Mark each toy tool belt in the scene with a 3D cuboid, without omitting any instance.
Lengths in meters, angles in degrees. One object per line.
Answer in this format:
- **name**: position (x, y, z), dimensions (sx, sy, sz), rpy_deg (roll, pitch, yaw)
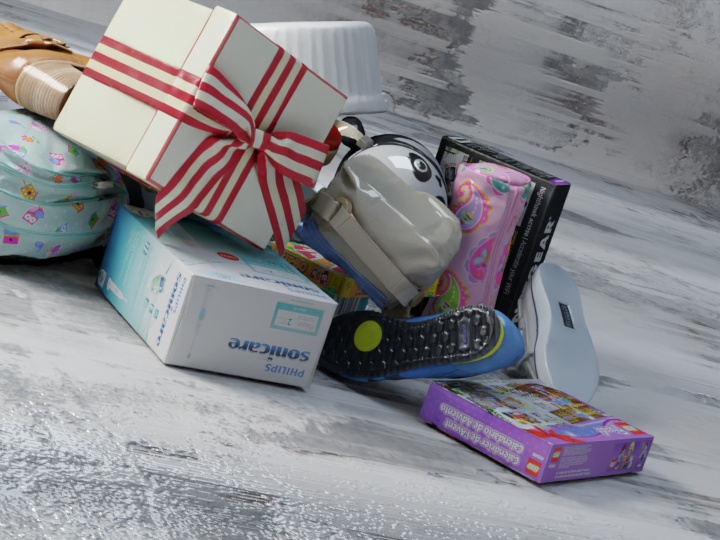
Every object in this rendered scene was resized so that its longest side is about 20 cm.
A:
- **toy tool belt**: position (-0.010, -0.039, 1.694), dimensions (0.200, 0.123, 0.125), rpy_deg (42, 30, 11)

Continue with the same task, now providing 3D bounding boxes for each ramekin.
- **ramekin**: position (-0.072, -0.213, 1.927), dimensions (0.198, 0.099, 0.200), rpy_deg (-2, 7, 0)

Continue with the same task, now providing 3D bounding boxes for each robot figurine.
- **robot figurine**: position (0.031, -0.077, 1.865), dimensions (0.149, 0.126, 0.200), rpy_deg (19, 9, -2)

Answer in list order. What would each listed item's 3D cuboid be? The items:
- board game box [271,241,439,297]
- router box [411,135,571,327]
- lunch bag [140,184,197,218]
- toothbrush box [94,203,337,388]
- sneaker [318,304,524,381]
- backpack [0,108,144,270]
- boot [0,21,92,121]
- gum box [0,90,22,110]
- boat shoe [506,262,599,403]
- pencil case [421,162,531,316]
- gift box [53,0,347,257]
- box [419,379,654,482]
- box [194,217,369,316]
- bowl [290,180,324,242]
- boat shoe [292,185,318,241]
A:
- **board game box**: position (0.000, 0.000, 1.842), dimensions (0.095, 0.030, 0.199), rpy_deg (26, 10, 30)
- **router box**: position (0.129, -0.029, 2.003), dimensions (0.148, 0.202, 0.051), rpy_deg (25, 14, 25)
- **lunch bag**: position (-0.217, -0.121, 1.856), dimensions (0.160, 0.083, 0.200), rpy_deg (35, 18, 5)
- **toothbrush box**: position (-0.132, 0.021, 1.613), dimensions (0.145, 0.086, 0.200), rpy_deg (13, 14, -29)
- **sneaker**: position (0.054, 0.074, 1.651), dimensions (0.198, 0.067, 0.078), rpy_deg (-5, -21, 26)
- **backpack**: position (-0.309, -0.077, 1.678), dimensions (0.166, 0.128, 0.200), rpy_deg (27, 16, 22)
- **boot**: position (-0.278, -0.185, 1.740), dimensions (0.155, 0.077, 0.199), rpy_deg (30, 24, 30)
- **gum box**: position (-0.413, -0.127, 1.749), dimensions (0.113, 0.067, 0.200), rpy_deg (-16, -1, 20)
- **boat shoe**: position (0.190, 0.087, 1.890), dimensions (0.074, 0.086, 0.203), rpy_deg (20, 39, -23)
- **pencil case**: position (0.122, -0.014, 1.927), dimensions (0.087, 0.202, 0.087), rpy_deg (13, 10, -3)
- **gift box**: position (-0.139, -0.122, 1.623), dimensions (0.186, 0.201, 0.184), rpy_deg (25, 0, 45)
- **box**: position (0.163, 0.143, 1.648), dimensions (0.136, 0.039, 0.199), rpy_deg (26, 12, 34)
- **box**: position (-0.089, -0.002, 1.891), dimensions (0.199, 0.050, 0.082), rpy_deg (27, 13, 32)
- **bowl**: position (-0.092, -0.082, 2.072), dimensions (0.201, 0.090, 0.201), rpy_deg (51, 3, -4)
- **boat shoe**: position (-0.112, -0.112, 1.826), dimensions (0.201, 0.071, 0.091), rpy_deg (50, 0, -15)
